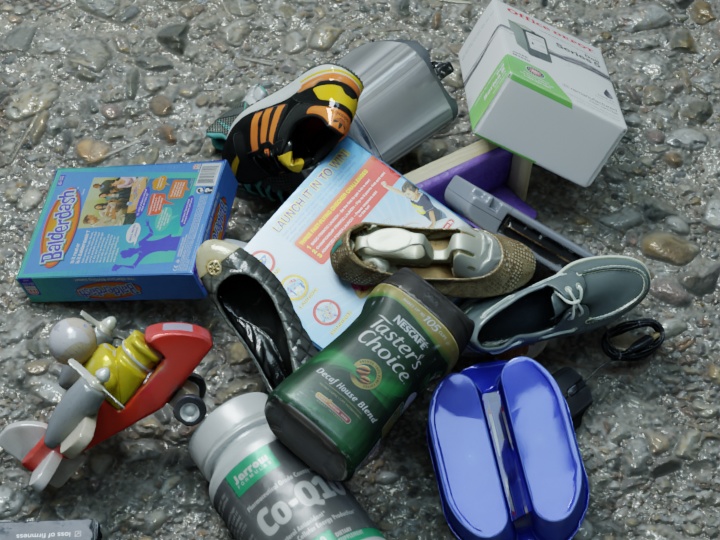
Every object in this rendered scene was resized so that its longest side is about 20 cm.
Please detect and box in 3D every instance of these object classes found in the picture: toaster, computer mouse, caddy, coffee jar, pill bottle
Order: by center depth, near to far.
[{"bbox_3d":[0.012,0.091,1.539,0.104,0.085,0.200,39,60,10],"label":"coffee jar"},{"bbox_3d":[-0.069,0.216,1.559,0.113,0.113,0.200,-28,60,-21],"label":"pill bottle"},{"bbox_3d":[0.138,0.177,1.600,0.141,0.105,0.200,-14,71,4],"label":"caddy"},{"bbox_3d":[0.231,0.107,1.688,0.200,0.034,0.059,-37,83,-21],"label":"computer mouse"},{"bbox_3d":[0.011,-0.170,1.809,0.129,0.114,0.200,-39,20,-20],"label":"toaster"}]

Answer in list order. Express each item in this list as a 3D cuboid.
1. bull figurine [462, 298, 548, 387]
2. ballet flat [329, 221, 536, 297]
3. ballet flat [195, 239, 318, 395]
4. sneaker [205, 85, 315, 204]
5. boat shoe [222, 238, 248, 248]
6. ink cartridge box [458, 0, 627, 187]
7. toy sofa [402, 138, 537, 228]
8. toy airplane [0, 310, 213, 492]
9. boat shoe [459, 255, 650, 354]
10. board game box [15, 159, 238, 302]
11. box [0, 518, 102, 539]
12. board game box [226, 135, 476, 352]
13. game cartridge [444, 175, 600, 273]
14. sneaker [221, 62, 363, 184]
[{"bbox_3d":[0.123,0.067,1.706,0.200,0.065,0.122,7,60,8],"label":"bull figurine"},{"bbox_3d":[0.071,-0.013,1.611,0.200,0.065,0.071,-1,67,-3],"label":"ballet flat"},{"bbox_3d":[-0.092,0.052,1.590,0.200,0.066,0.057,54,24,11],"label":"ballet flat"},{"bbox_3d":[-0.100,-0.106,1.830,0.091,0.078,0.200,-30,56,-4],"label":"sneaker"},{"bbox_3d":[-0.083,0.040,1.710,0.200,0.074,0.067,30,56,17],"label":"boat shoe"},{"bbox_3d":[0.192,-0.195,1.822,0.145,0.084,0.200,23,28,-15],"label":"ink cartridge box"},{"bbox_3d":[0.092,-0.070,1.794,0.200,0.083,0.098,-25,58,-20],"label":"toy sofa"},{"bbox_3d":[-0.256,0.112,1.580,0.200,0.141,0.199,-11,24,46],"label":"toy airplane"},{"bbox_3d":[0.192,0.038,1.639,0.200,0.073,0.062,-15,13,-4],"label":"boat shoe"},{"bbox_3d":[-0.239,-0.041,1.744,0.200,0.045,0.152,-1,52,19],"label":"board game box"},{"bbox_3d":[-0.323,0.330,1.456,0.200,0.124,0.197,-1,53,-4],"label":"box"},{"bbox_3d":[0.000,0.000,1.668,0.196,0.056,0.200,37,70,13],"label":"board game box"},{"bbox_3d":[0.181,-0.030,1.721,0.200,0.133,0.042,29,91,-12],"label":"game cartridge"},{"bbox_3d":[-0.079,-0.129,1.705,0.070,0.200,0.090,34,44,-26],"label":"sneaker"}]
